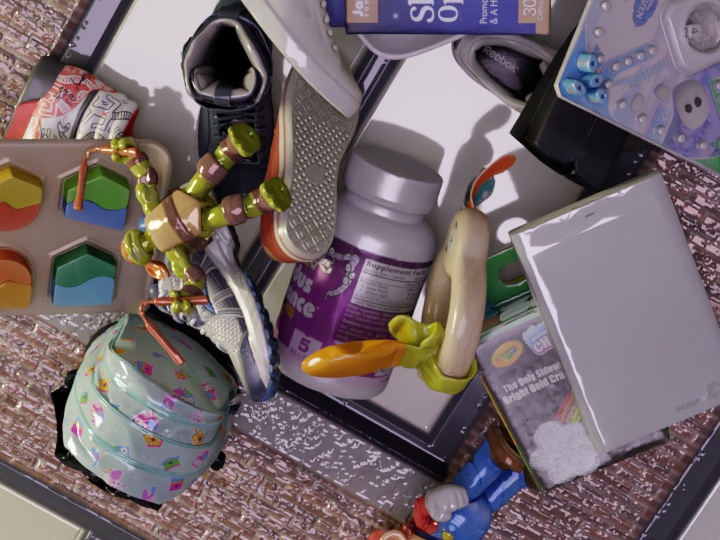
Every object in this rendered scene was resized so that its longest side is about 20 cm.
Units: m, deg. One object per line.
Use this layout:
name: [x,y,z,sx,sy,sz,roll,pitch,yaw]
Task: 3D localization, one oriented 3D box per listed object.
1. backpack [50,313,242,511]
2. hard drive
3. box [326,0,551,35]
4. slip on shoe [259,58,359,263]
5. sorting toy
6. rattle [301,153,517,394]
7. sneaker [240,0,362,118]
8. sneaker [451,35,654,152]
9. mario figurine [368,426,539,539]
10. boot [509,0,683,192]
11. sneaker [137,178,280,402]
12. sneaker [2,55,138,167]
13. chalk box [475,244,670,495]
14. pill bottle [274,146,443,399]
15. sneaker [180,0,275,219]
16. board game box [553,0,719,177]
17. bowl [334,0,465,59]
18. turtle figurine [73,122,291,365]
backpack: [-0.184,0.117,1.697,0.167,0.200,0.127,24,106,-3]
hard drive: [0.217,0.035,1.618,0.132,0.026,0.200,-23,102,-1]
box: [0.054,-0.250,1.592,0.200,0.032,0.121,1,107,4]
slip on shoe: [-0.048,-0.096,1.657,0.074,0.061,0.200,20,65,-29]
sorting toy: [-0.269,-0.031,1.690,0.200,0.036,0.185,2,127,-16]
rattle: [0.042,-0.006,1.623,0.143,0.130,0.200,9,96,6]
sneaker: [-0.046,-0.217,1.576,0.085,0.073,0.200,-36,98,1]
sneaker: [0.168,-0.147,1.662,0.200,0.089,0.074,22,105,-5]
mario figurine: [0.090,0.242,1.768,0.123,0.106,0.200,41,102,-10]
boot: [0.232,-0.152,1.619,0.165,0.066,0.200,30,80,-20]
sneaker: [-0.128,0.025,1.667,0.085,0.077,0.200,-23,75,1]
sneaker: [-0.264,-0.075,1.716,0.108,0.067,0.201,24,103,-1]
chalk box: [0.167,0.065,1.704,0.125,0.124,0.200,-25,102,11]
pill bottle: [0.000,0.000,1.699,0.112,0.112,0.200,18,106,-2]
sneaker: [-0.108,-0.126,1.653,0.077,0.146,0.202,0,107,2]
board game box: [0.276,-0.193,1.588,0.200,0.026,0.200,24,87,-22]
bowl: [0.056,-0.293,1.632,0.200,0.075,0.200,-26,103,9]
turtle figurine: [-0.135,-0.037,1.609,0.161,0.064,0.200,-30,72,21]
